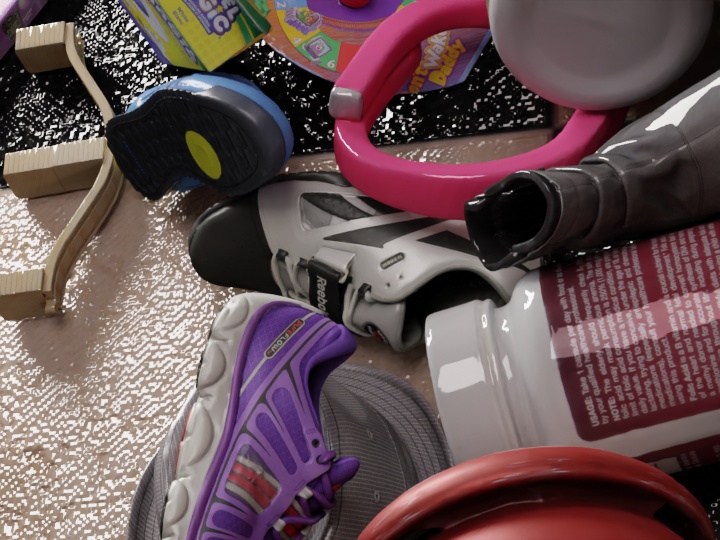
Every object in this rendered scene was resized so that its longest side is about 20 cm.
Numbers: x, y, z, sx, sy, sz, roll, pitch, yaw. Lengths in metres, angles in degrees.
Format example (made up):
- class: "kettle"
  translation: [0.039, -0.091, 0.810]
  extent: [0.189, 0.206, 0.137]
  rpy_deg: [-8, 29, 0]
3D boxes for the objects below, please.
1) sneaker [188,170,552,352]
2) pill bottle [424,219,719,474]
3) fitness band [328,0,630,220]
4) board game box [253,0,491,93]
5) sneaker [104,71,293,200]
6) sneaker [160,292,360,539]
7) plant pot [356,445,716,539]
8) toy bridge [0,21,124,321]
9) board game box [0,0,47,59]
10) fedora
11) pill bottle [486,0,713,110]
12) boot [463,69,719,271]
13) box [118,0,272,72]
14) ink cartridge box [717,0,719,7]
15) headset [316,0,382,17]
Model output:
- class: "sneaker"
  translation: [0.000, 0.000, 1.432]
  extent: [0.199, 0.074, 0.089]
  rpy_deg: [-4, 53, 17]
- class: "pill bottle"
  translation: [0.139, 0.043, 1.328]
  extent: [0.199, 0.114, 0.114]
  rpy_deg: [-15, 53, 9]
- class: "fitness band"
  translation: [0.066, -0.092, 1.448]
  extent: [0.143, 0.038, 0.200]
  rpy_deg: [13, 36, 17]
- class: "board game box"
  translation: [0.019, -0.197, 1.543]
  extent: [0.158, 0.039, 0.200]
  rpy_deg: [29, 67, 4]
- class: "sneaker"
  translation: [-0.071, -0.083, 1.470]
  extent: [0.078, 0.066, 0.200]
  rpy_deg: [-32, 11, -20]
- class: "sneaker"
  translation: [-0.046, 0.107, 1.269]
  extent: [0.083, 0.081, 0.201]
  rpy_deg: [11, 75, 5]
- class: "plant pot"
  translation: [0.087, 0.188, 1.193]
  extent: [0.200, 0.201, 0.183]
  rpy_deg: [-16, 49, 8]
- class: "toy bridge"
  translation: [-0.169, -0.058, 1.562]
  extent: [0.067, 0.027, 0.201]
  rpy_deg: [-9, 54, 12]
- class: "board game box"
  translation: [-0.249, -0.173, 1.673]
  extent: [0.120, 0.032, 0.200]
  rpy_deg: [24, 67, 27]
- class: "fedora"
  translation: [-0.045, 0.107, 1.361]
  extent: [0.176, 0.090, 0.200]
  rpy_deg: [-9, 54, 13]
- class: "pill bottle"
  translation: [0.119, -0.181, 1.455]
  extent: [0.115, 0.116, 0.200]
  rpy_deg: [-16, 33, 8]
- class: "boot"
  translation: [0.138, -0.047, 1.292]
  extent: [0.131, 0.200, 0.070]
  rpy_deg: [-15, 74, -27]
- class: "box"
  translation: [-0.109, -0.167, 1.500]
  extent: [0.048, 0.117, 0.200]
  rpy_deg: [-37, 11, -9]
- class: "ink cartridge box"
  translation: [0.264, -0.151, 1.440]
  extent: [0.146, 0.083, 0.200]
  rpy_deg: [-18, 52, 5]
- class: "headset"
  translation: [-0.050, -0.210, 1.615]
  extent: [0.123, 0.094, 0.200]
  rpy_deg: [-38, 67, -17]
